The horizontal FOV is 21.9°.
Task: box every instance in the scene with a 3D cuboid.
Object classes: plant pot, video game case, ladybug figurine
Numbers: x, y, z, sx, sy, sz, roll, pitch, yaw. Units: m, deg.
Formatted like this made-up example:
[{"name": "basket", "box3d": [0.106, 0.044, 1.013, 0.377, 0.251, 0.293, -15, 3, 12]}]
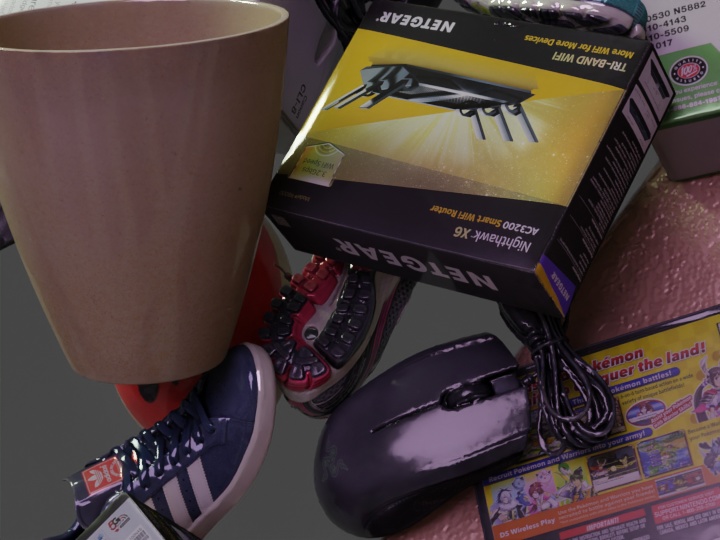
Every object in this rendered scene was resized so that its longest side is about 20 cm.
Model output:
[{"name": "plant pot", "box3d": [-0.128, -0.044, 1.068, 0.186, 0.187, 0.201, 5, 109, 24]}, {"name": "video game case", "box3d": [0.165, 0.124, 1.073, 0.199, 0.026, 0.182, -19, 62, 15]}, {"name": "ladybug figurine", "box3d": [-0.111, 0.025, 1.204, 0.135, 0.072, 0.201, -20, 61, 13]}]

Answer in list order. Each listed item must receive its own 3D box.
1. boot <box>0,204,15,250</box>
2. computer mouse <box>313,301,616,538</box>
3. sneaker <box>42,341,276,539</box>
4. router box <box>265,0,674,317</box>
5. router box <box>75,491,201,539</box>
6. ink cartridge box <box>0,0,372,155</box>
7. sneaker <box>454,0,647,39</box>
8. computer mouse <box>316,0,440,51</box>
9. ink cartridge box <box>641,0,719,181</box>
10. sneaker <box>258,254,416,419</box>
[{"name": "boot", "box3d": [-0.230, -0.049, 1.216, 0.199, 0.168, 0.077, -16, 91, -5]}, {"name": "computer mouse", "box3d": [0.042, 0.083, 1.102, 0.200, 0.053, 0.139, -36, 56, 19]}, {"name": "sneaker", "box3d": [-0.126, 0.122, 1.114, 0.200, 0.084, 0.075, -57, 35, 20]}, {"name": "router box", "box3d": [0.061, -0.071, 1.087, 0.199, 0.052, 0.158, 14, 66, 35]}, {"name": "router box", "box3d": [-0.158, 0.236, 1.078, 0.200, 0.157, 0.052, -45, 59, -2]}, {"name": "ink cartridge box", "box3d": [-0.114, -0.181, 1.256, 0.199, 0.145, 0.146, 11, 71, 25]}, {"name": "sneaker", "box3d": [0.118, -0.182, 1.155, 0.080, 0.077, 0.200, -61, 28, 6]}, {"name": "computer mouse", "box3d": [0.029, -0.226, 1.231, 0.053, 0.139, 0.200, 20, 66, 36]}, {"name": "ink cartridge box", "box3d": [0.240, -0.173, 1.140, 0.144, 0.084, 0.201, -12, 64, 18]}, {"name": "sneaker", "box3d": [0.000, 0.000, 1.174, 0.080, 0.075, 0.200, 22, 64, 23]}]
